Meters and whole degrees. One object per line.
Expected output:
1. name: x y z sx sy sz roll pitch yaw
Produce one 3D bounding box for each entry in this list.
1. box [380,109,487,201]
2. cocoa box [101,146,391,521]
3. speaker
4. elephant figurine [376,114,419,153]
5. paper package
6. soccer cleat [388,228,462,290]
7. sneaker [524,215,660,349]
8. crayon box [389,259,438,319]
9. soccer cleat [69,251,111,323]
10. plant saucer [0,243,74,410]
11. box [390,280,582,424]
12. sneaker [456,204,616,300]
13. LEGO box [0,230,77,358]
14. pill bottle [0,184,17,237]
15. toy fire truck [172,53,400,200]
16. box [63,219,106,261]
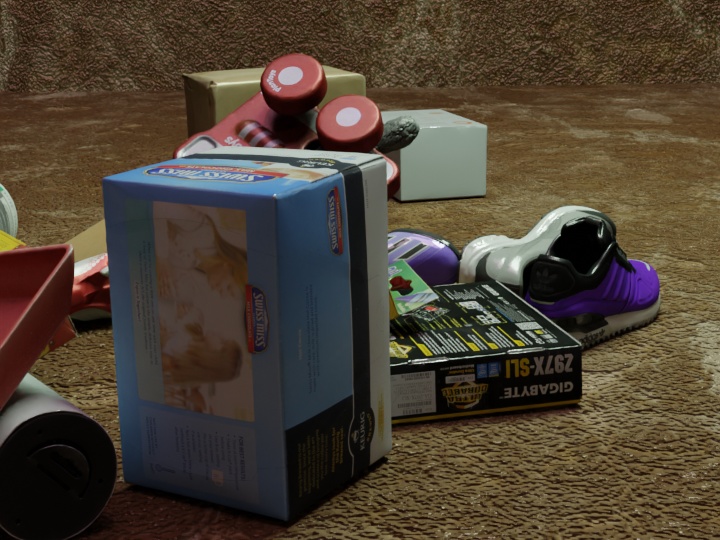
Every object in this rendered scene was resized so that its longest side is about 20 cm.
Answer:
1. box: 0.085 -0.163 1.820 0.124 0.098 0.200 -4 13 -13
2. cocoa box: -0.067 0.032 0.822 0.133 0.201 0.131 7 17 30
3. speaker: -0.226 0.099 0.818 0.081 0.082 0.200 -10 17 -33
4. elephant figurine: -0.051 -0.087 1.409 0.199 0.156 0.141 5 12 25
5. paper package: -0.100 -0.143 1.559 0.199 0.192 0.103 -9 18 -26
6. soccer cleat: 0.000 0.000 1.258 0.199 0.069 0.073 5 32 24
7. sneaker: 0.207 0.000 1.136 0.069 0.100 0.200 11 19 34
8. crayon box: -0.052 0.026 1.018 0.199 0.052 0.126 -24 17 -5
9. soccer cleat: -0.260 0.017 1.186 0.085 0.069 0.199 17 27 41
10. plant saucer: -0.269 0.074 0.781 0.199 0.037 0.200 -4 46 42
11. box: 0.064 0.059 1.025 0.159 0.050 0.200 -7 15 -12
12. sneaker: 0.183 -0.007 1.256 0.200 0.074 0.079 -21 32 -38
13. LEGO box: -0.327 0.034 1.004 0.149 0.077 0.200 -32 26 -22
14. pill bottle: -0.415 -0.030 1.293 0.112 0.114 0.200 -1 14 -1
15. toy fire truck: -0.067 -0.103 1.294 0.168 0.112 0.200 -41 59 -17
16. box: -0.225 -0.040 1.373 0.163 0.021 0.200 -32 23 -12
